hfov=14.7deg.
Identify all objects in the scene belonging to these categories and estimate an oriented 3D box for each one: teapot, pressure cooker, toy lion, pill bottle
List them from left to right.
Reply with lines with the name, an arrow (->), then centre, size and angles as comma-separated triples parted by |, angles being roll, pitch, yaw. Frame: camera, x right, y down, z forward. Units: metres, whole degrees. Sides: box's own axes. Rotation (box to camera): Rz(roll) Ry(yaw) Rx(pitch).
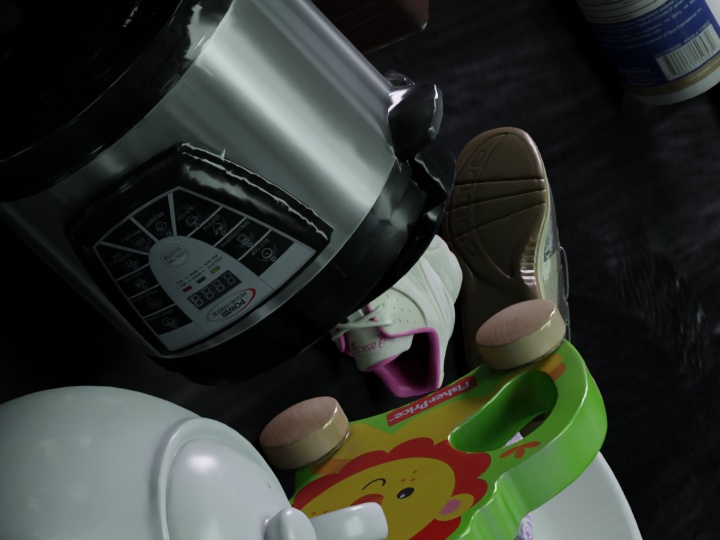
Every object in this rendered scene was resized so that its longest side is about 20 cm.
teapot -> -0.083, 0.130, 1.164 | 0.197, 0.146, 0.200 | 55, 26, -33
pressure cooker -> -0.064, -0.048, 1.276 | 0.200, 0.176, 0.179 | 45, 72, -28
toy lion -> 0.031, 0.110, 1.384 | 0.192, 0.200, 0.069 | -104, 168, -68
pill bottle -> 0.215, -0.235, 2.174 | 0.200, 0.111, 0.111 | 55, 27, -32

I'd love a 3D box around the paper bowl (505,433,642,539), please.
paper bowl -> 0.089, 0.187, 1.557 | 0.201, 0.104, 0.201 | 49, 30, -41

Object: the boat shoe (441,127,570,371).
boat shoe -> 0.097, 0.005, 1.778 | 0.066, 0.072, 0.201 | 54, 27, -55

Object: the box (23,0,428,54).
box -> -0.085, -0.207, 1.403 | 0.200, 0.164, 0.166 | 43, 36, -47

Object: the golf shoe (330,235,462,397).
golf shoe -> 0.000, 0.000, 1.552 | 0.200, 0.075, 0.092 | 41, 39, -47
